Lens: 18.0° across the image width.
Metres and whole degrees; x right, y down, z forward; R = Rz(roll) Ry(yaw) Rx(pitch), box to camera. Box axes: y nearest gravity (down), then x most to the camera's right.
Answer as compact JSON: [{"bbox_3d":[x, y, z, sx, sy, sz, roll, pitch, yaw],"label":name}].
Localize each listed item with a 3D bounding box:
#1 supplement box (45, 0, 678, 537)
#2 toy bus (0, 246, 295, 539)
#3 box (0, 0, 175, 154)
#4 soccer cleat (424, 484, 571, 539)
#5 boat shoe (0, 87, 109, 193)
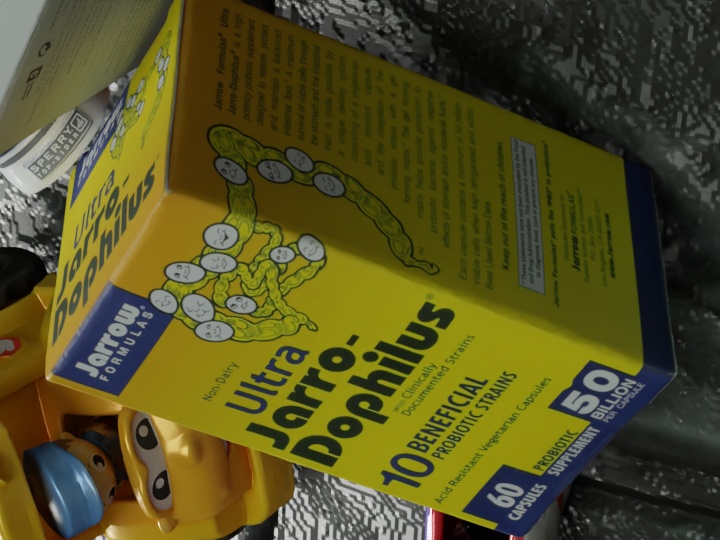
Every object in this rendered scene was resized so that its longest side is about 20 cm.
[{"bbox_3d":[0.000,0.000,0.830,0.199,0.110,0.109,20,133,-19],"label":"supplement box"},{"bbox_3d":[-0.157,0.084,0.983,0.199,0.192,0.136,-1,113,31],"label":"toy bus"},{"bbox_3d":[-0.109,-0.144,0.819,0.124,0.200,0.098,39,130,9],"label":"box"},{"bbox_3d":[0.054,0.145,0.956,0.068,0.073,0.201,12,121,26],"label":"soccer cleat"},{"bbox_3d":[-0.157,-0.085,0.908,0.068,0.200,0.072,39,92,-24],"label":"boat shoe"}]
